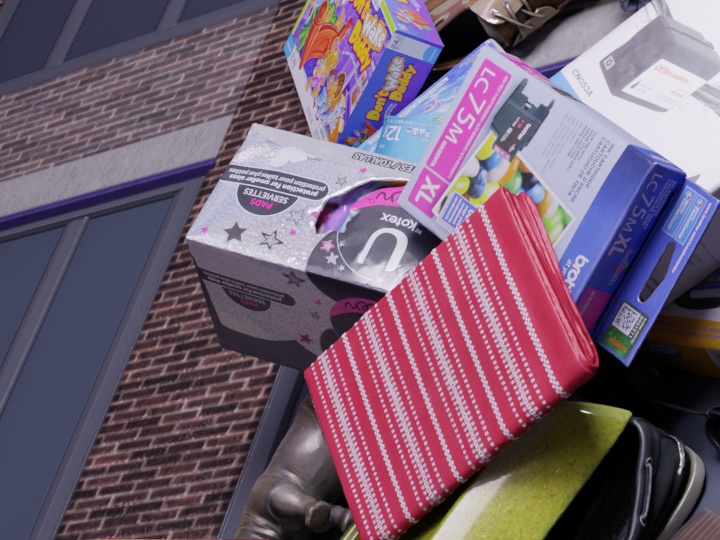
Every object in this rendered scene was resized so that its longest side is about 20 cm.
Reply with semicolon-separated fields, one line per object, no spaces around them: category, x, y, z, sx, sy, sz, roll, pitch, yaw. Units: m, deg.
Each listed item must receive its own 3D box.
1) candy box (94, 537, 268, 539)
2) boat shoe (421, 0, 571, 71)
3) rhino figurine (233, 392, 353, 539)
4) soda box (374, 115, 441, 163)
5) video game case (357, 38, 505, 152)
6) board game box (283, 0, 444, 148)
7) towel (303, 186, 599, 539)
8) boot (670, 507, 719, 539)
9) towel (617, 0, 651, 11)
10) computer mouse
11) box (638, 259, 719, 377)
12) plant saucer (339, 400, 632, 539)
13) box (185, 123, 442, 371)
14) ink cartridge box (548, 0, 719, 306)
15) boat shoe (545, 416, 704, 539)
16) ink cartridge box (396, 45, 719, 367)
candy box;-0.117;0.267;1.314;0.115;0.055;0.201;-2;86;22
boat shoe;0.121;-0.210;1.684;0.200;0.076;0.072;-26;40;40
rhino figurine;-0.041;0.159;1.463;0.087;0.060;0.200;17;68;49
soda box;0.106;-0.056;1.475;0.199;0.068;0.064;9;71;31
video game case;0.062;-0.065;1.607;0.200;0.045;0.181;-40;35;6
board game box;-0.001;-0.183;1.751;0.135;0.045;0.200;-61;26;26
towel;0.052;0.060;1.286;0.200;0.022;0.145;-43;49;28
boot;0.264;0.141;1.165;0.200;0.070;0.146;-49;40;-5
towel;0.280;-0.280;1.573;0.200;0.086;0.166;-1;53;45
computer mouse;0.194;0.074;1.313;0.034;0.059;0.200;-37;31;-22
box;0.259;-0.023;1.361;0.119;0.041;0.200;7;61;50
plant saucer;0.056;0.148;1.323;0.200;0.048;0.200;-52;13;-12
box;0.000;0.000;1.452;0.199;0.132;0.115;14;56;20
ink cartridge box;0.216;-0.096;1.339;0.200;0.084;0.145;-37;54;10
boat shoe;0.130;0.173;1.260;0.200;0.066;0.074;-53;36;-12
ink cartridge box;0.117;-0.042;1.300;0.200;0.042;0.120;40;106;39
